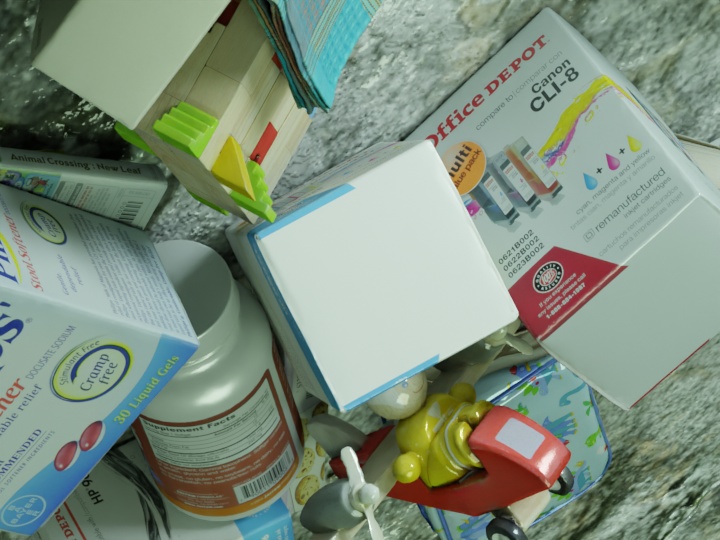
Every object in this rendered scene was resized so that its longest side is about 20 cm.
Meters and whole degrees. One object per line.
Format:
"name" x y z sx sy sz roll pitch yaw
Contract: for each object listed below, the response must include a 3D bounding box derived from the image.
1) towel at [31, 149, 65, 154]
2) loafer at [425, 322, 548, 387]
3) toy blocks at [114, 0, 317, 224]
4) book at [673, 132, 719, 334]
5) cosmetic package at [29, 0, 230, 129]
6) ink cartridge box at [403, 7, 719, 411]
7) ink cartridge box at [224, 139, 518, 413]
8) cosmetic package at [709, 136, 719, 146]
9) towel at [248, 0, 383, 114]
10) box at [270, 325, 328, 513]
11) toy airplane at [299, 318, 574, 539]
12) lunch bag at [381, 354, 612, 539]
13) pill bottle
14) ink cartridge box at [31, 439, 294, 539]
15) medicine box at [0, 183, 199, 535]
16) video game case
"towel" -0.249 0.003 1.647 0.086 0.018 0.201 1 133 -33
"loafer" 0.097 0.030 1.906 0.199 0.073 0.071 -30 145 -8
"toy blocks" -0.066 -0.115 1.572 0.137 0.100 0.200 -61 165 -7
"book" 0.252 -0.018 1.928 0.200 0.133 0.048 74 36 -55
"cosmetic package" -0.096 -0.189 1.454 0.073 0.104 0.200 33 111 -18
"ink cartridge box" 0.151 -0.042 1.760 0.145 0.200 0.144 -42 142 10
"ink cartridge box" 0.000 0.000 1.694 0.128 0.126 0.200 -28 -173 -8
"cosmetic package" 0.364 -0.086 1.980 0.199 0.085 0.108 -30 142 -5
"towel" 0.002 -0.204 1.505 0.201 0.022 0.147 -62 158 -17
"box" -0.049 0.101 1.900 0.041 0.039 0.201 -20 142 -21
"toy airplane" 0.034 0.112 1.795 0.198 0.200 0.142 -24 121 7
"lunch bag" 0.100 0.123 2.011 0.160 0.083 0.200 -32 145 -6
"pill bottle" -0.106 0.072 1.757 0.112 0.112 0.201 -28 144 -9
"ink cartridge box" -0.159 0.189 1.846 0.199 0.116 0.068 -24 143 -16
"medicine box" -0.233 0.049 1.574 0.199 0.103 0.182 18 122 -45
"video game case" -0.237 0.005 1.625 0.181 0.022 0.200 5 131 -37
